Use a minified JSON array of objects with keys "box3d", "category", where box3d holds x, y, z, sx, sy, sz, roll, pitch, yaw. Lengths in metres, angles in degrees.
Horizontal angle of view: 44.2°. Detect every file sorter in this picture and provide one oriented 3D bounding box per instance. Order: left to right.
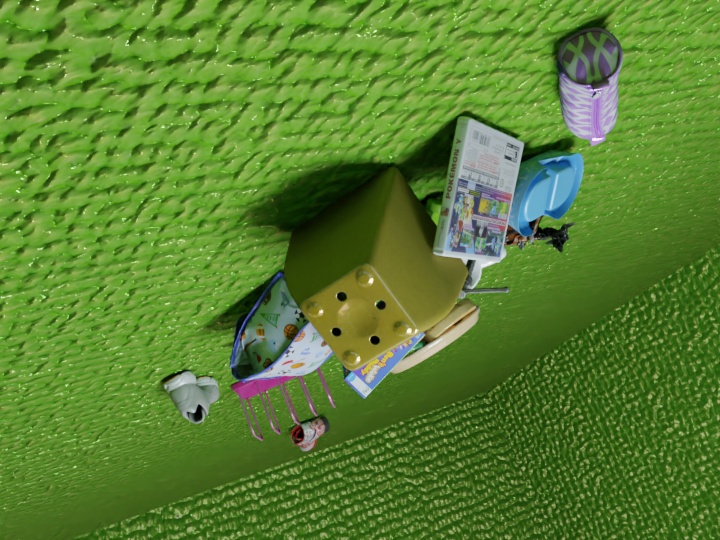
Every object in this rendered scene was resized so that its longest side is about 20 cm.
[{"box3d":[-0.167,0.288,2.008,0.197,0.127,0.139,-24,164,-3],"category":"file sorter"}]

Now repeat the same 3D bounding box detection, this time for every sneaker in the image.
[{"box3d":[-0.327,0.262,1.763,0.075,0.093,0.200,-26,164,7],"category":"sneaker"},{"box3d":[-0.184,0.529,2.824,0.107,0.068,0.202,-11,155,-35],"category":"sneaker"}]

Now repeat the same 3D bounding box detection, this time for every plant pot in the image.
[{"box3d":[0.012,0.020,1.189,0.193,0.196,0.201,-31,-162,22],"category":"plant pot"}]

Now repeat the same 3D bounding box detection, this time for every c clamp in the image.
[{"box3d":[0.148,-0.010,1.376,0.168,0.027,0.201,-2,-151,12],"category":"c clamp"}]

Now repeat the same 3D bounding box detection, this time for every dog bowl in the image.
[{"box3d":[0.285,-0.129,1.410,0.199,0.049,0.113,-26,132,-43],"category":"dog bowl"}]

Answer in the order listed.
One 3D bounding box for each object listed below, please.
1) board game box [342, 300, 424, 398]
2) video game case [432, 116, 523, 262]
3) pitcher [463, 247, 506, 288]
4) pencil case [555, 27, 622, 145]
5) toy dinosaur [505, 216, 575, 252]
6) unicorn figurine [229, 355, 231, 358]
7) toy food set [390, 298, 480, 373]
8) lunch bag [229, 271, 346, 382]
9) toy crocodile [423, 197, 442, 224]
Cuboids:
[{"box3d":[0.031,0.109,1.410,0.135,0.045,0.200,-47,-170,7],"category":"board game box"},{"box3d":[0.169,-0.107,1.249,0.023,0.185,0.199,13,-176,30],"category":"video game case"},{"box3d":[0.147,-0.001,1.529,0.169,0.123,0.200,-21,-175,-17],"category":"pitcher"},{"box3d":[0.300,-0.237,1.154,0.083,0.087,0.200,-25,164,10],"category":"pencil case"},{"box3d":[0.306,-0.096,1.607,0.135,0.103,0.201,-1,-137,47],"category":"toy dinosaur"},{"box3d":[-0.139,0.119,1.657,0.197,0.075,0.137,-13,168,19],"category":"unicorn figurine"},{"box3d":[0.110,0.107,1.465,0.196,0.049,0.200,-33,180,10],"category":"toy food set"},{"box3d":[-0.115,0.103,1.496,0.169,0.124,0.201,1,131,-55],"category":"lunch bag"},{"box3d":[0.084,-0.077,1.381,0.199,0.061,0.068,-13,125,-50],"category":"toy crocodile"}]
